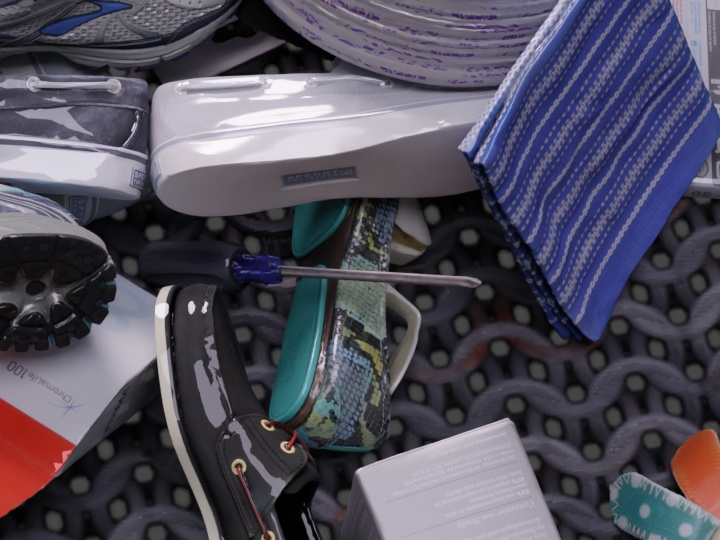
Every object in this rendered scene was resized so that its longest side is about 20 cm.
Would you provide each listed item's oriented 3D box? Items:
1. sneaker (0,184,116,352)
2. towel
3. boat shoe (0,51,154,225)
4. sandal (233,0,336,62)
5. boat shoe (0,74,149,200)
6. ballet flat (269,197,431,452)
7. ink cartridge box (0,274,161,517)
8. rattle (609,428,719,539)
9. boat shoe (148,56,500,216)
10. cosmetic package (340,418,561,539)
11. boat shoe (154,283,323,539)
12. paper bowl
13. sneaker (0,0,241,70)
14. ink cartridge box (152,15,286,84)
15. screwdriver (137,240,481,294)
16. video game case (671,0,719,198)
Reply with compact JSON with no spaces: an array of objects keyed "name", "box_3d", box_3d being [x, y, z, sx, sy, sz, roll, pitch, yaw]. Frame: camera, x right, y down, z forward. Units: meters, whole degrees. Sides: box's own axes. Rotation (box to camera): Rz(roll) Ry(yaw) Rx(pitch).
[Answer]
[{"name":"sneaker","box_3d":[-0.214,-0.009,1.334,0.200,0.078,0.086,8,23,-24]},{"name":"towel","box_3d":[0.117,-0.062,1.422,0.024,0.200,0.145,27,75,29]},{"name":"boat shoe","box_3d":[-0.163,-0.109,1.497,0.071,0.070,0.201,-13,65,-32]},{"name":"sandal","box_3d":[0.034,-0.111,1.484,0.200,0.075,0.045,23,107,-5]},{"name":"boat shoe","box_3d":[-0.198,-0.077,1.391,0.200,0.072,0.068,6,85,-4]},{"name":"ballet flat","box_3d":[0.000,0.000,1.466,0.074,0.074,0.200,10,66,-2]},{"name":"ink cartridge box","box_3d":[-0.184,0.027,1.370,0.160,0.047,0.200,32,22,8]},{"name":"rattle","box_3d":[0.187,0.152,1.372,0.130,0.143,0.200,-15,73,7]},{"name":"boat shoe","box_3d":[-0.003,-0.073,1.424,0.200,0.072,0.069,-9,64,1]},{"name":"cosmetic package","box_3d":[0.062,0.183,1.357,0.090,0.107,0.200,-19,70,-14]},{"name":"boat shoe","box_3d":[-0.047,0.099,1.385,0.063,0.074,0.202,-18,80,15]},{"name":"paper bowl","box_3d":[0.043,-0.191,1.423,0.201,0.104,0.201,7,47,-8]},{"name":"sneaker","box_3d":[-0.140,-0.141,1.423,0.200,0.085,0.077,-13,70,-15]},{"name":"ink cartridge box","box_3d":[-0.097,-0.204,1.539,0.117,0.067,0.200,-27,71,-16]},{"name":"screwdriver","box_3d":[-0.023,0.003,1.420,0.200,0.029,0.028,5,67,32]},{"name":"video game case","box_3d":[0.214,-0.101,1.555,0.200,0.018,0.143,4,64,-4]}]
